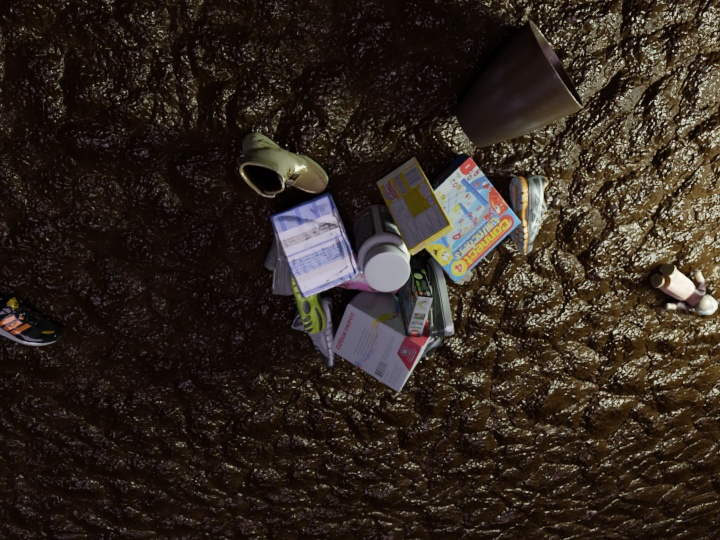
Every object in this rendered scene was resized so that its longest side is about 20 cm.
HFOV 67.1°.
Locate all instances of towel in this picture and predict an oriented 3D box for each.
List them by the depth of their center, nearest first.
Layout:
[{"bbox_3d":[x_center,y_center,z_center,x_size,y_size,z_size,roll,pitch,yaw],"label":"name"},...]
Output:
[{"bbox_3d":[-0.096,-0.052,1.179,0.145,0.024,0.202,-23,106,-5],"label":"towel"}]

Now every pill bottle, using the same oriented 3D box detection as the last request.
[{"bbox_3d":[0.046,-0.050,1.174,0.112,0.201,0.115,-2,123,-3],"label":"pill bottle"}]

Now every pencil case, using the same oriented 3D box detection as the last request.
[{"bbox_3d":[0.000,0.000,1.274,0.197,0.087,0.083,6,146,-10],"label":"pencil case"}]

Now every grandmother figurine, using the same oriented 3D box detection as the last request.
[{"bbox_3d":[0.841,0.059,1.401,0.198,0.061,0.122,26,126,-17],"label":"grandmother figurine"}]

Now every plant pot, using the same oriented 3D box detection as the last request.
[{"bbox_3d":[0.289,-0.333,1.044,0.199,0.188,0.187,-32,121,32],"label":"plant pot"}]

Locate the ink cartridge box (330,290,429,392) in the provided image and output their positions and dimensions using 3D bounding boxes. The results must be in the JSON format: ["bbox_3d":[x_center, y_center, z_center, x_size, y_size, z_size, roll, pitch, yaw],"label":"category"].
[{"bbox_3d":[0.056,0.154,1.298,0.199,0.145,0.146,30,120,11],"label":"ink cartridge box"}]

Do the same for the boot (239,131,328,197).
[{"bbox_3d":[-0.150,-0.190,1.092,0.199,0.156,0.073,29,115,-24],"label":"boot"}]

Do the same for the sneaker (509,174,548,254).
[{"bbox_3d":[0.386,-0.125,1.234,0.076,0.079,0.202,-16,127,-10],"label":"sneaker"}]

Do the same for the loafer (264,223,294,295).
[{"bbox_3d":[-0.188,-0.024,1.249,0.069,0.070,0.202,-9,124,-9],"label":"loafer"}]

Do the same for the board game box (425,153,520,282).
[{"bbox_3d":[0.216,-0.113,1.194,0.200,0.056,0.196,-44,110,5],"label":"board game box"}]

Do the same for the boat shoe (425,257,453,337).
[{"bbox_3d":[0.168,0.058,1.261,0.063,0.202,0.071,-8,148,2],"label":"boat shoe"}]

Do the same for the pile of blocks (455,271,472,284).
[{"bbox_3d":[0.221,-0.041,1.278,0.082,0.062,0.200,-32,120,15],"label":"pile of blocks"}]

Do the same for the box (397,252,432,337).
[{"bbox_3d":[0.119,0.045,1.241,0.034,0.201,0.111,7,122,-9],"label":"box"}]

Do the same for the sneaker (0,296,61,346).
[{"bbox_3d":[-0.808,0.110,1.280,0.198,0.070,0.090,22,122,-16],"label":"sneaker"}]

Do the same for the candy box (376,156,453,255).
[{"bbox_3d":[0.110,-0.137,1.130,0.102,0.202,0.026,-32,146,17],"label":"candy box"}]

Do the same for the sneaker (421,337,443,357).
[{"bbox_3d":[0.173,0.150,1.393,0.086,0.074,0.202,3,125,-10],"label":"sneaker"}]

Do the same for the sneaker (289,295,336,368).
[{"bbox_3d":[-0.121,0.157,1.377,0.114,0.075,0.203,-2,113,2],"label":"sneaker"}]

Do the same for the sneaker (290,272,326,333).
[{"bbox_3d":[-0.127,0.047,1.261,0.073,0.084,0.203,-10,111,-16],"label":"sneaker"}]
